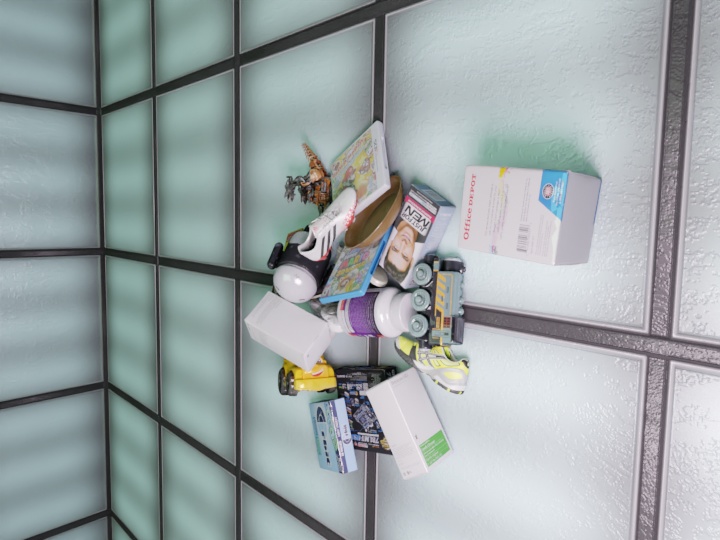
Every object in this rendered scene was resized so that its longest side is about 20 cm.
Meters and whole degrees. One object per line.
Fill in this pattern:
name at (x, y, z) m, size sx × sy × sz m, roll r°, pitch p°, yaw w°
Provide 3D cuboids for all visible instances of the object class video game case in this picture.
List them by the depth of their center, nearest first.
video game case at (-0.009, -0.018, 1.246) m, size 0.140 × 0.018 × 0.204 m, roll -15°, pitch 41°, yaw 45°
video game case at (-0.006, -0.232, 1.314) m, size 0.198 × 0.022 × 0.188 m, roll -34°, pitch 53°, yaw 43°

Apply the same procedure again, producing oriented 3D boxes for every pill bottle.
pill bottle at (0.045, 0.098, 1.256) m, size 0.196 × 0.109 × 0.116 m, roll -5°, pitch 89°, yaw 46°

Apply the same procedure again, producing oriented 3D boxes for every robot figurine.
robot figurine at (-0.146, -0.015, 1.384) m, size 0.146 × 0.126 × 0.205 m, roll -4°, pitch 49°, yaw 34°

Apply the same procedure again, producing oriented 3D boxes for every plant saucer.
plant saucer at (0.037, -0.127, 1.242) m, size 0.200 × 0.035 × 0.203 m, roll -45°, pitch 23°, yaw 25°

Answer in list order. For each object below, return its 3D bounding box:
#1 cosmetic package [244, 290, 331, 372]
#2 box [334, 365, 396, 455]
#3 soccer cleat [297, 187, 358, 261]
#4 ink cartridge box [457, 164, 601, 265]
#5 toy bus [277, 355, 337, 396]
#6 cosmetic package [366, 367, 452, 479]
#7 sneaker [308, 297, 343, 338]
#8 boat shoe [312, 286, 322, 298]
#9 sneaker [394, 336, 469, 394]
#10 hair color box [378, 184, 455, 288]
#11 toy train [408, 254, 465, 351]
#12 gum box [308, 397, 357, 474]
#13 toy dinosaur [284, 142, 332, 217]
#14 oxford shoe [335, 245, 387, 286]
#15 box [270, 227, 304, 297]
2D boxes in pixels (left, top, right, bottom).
cosmetic package at (-0.180, 0.150, 1.349) m, size 0.196 × 0.108 × 0.086 m, roll 27°, pitch 147°, yaw 24°
box at (0.021, 0.343, 1.343) m, size 0.196 × 0.049 × 0.207 m, roll -12°, pitch 86°, yaw 48°
soccer cleat at (-0.077, -0.110, 1.276) m, size 0.202 × 0.084 × 0.069 m, roll -55°, pitch 52°, yaw 21°
ink cartridge box at (0.293, -0.101, 0.955) m, size 0.196 × 0.142 × 0.153 m, roll 16°, pitch 104°, yaw 44°
toy bus at (-0.142, 0.228, 1.430) m, size 0.199 × 0.131 × 0.200 m, roll 157°, pitch 113°, yaw -67°
cosmetic package at (0.106, 0.332, 1.186) m, size 0.084 × 0.106 × 0.205 m, roll -33°, pitch 78°, yaw 42°
sneaker at (-0.073, 0.134, 1.404) m, size 0.199 × 0.075 × 0.103 m, roll -149°, pitch 48°, yaw -66°
boat shoe at (-0.126, 0.042, 1.460) m, size 0.198 × 0.072 × 0.066 m, roll -7°, pitch 96°, yaw 51°
sneaker at (0.159, 0.190, 1.183) m, size 0.197 × 0.074 × 0.079 m, roll 29°, pitch 98°, yaw 35°
hair color box at (0.123, -0.075, 1.198) m, size 0.099 × 0.059 × 0.205 m, roll 41°, pitch 122°, yaw 36°
toy train at (0.166, 0.068, 1.136) m, size 0.110 × 0.085 × 0.208 m, roll 0°, pitch 78°, yaw 29°
gum box at (-0.076, 0.427, 1.406) m, size 0.200 × 0.043 × 0.177 m, roll 144°, pitch 117°, yaw -65°
toy dinosaur at (-0.125, -0.234, 1.449) m, size 0.132 × 0.101 × 0.207 m, roll -19°, pitch 61°, yaw 30°
oxford shoe at (0.000, 0.000, 1.324) m, size 0.199 × 0.073 × 0.060 m, roll 36°, pitch 111°, yaw 47°
box at (-0.188, -0.010, 1.476) m, size 0.074 × 0.049 × 0.206 m, roll -13°, pitch 54°, yaw 46°
